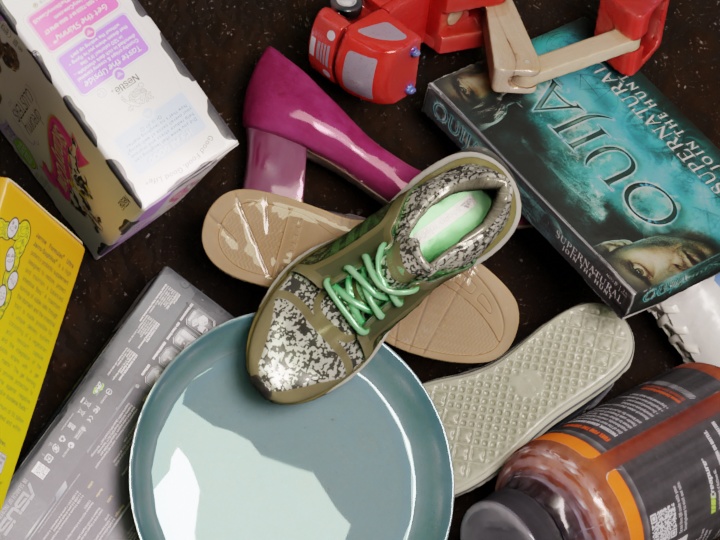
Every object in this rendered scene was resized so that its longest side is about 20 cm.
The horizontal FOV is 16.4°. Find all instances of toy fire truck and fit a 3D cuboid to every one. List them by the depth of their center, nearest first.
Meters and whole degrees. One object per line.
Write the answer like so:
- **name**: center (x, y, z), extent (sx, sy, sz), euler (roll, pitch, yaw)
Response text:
- **toy fire truck**: center (0.081, -0.148, 1.545), extent (0.141, 0.049, 0.200), euler (36, 51, 27)

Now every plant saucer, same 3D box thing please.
- **plant saucer**: center (-0.042, 0.124, 1.456), extent (0.199, 0.027, 0.202), euler (4, 78, -20)

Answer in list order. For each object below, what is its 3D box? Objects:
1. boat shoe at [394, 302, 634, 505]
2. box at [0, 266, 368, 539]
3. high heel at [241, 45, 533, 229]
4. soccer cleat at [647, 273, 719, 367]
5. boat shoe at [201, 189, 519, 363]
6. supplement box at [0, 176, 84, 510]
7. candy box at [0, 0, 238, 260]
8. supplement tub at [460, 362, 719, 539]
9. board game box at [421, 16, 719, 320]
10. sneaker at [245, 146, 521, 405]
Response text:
- **boat shoe**: center (0.080, 0.089, 1.534), extent (0.199, 0.062, 0.075), euler (-31, 74, -5)
- **box**: center (-0.113, 0.123, 1.474), extent (0.157, 0.051, 0.201), euler (37, 71, -7)
- **high heel**: center (0.025, -0.078, 1.542), extent (0.199, 0.067, 0.097), euler (8, 88, -12)
- **soccer cleat**: center (0.203, 0.016, 1.580), extent (0.086, 0.070, 0.201), euler (-6, 74, -29)
- **boat shoe**: center (0.000, 0.000, 1.510), extent (0.199, 0.065, 0.072), euler (17, 95, -4)
- **supplement box**: center (-0.249, 0.050, 1.395), extent (0.108, 0.110, 0.201), euler (10, 74, 21)
- **candy box**: center (-0.171, -0.117, 1.439), extent (0.071, 0.168, 0.200), euler (-36, 91, -19)
- **supplement tub**: center (0.153, 0.135, 1.499), extent (0.199, 0.107, 0.108), euler (-22, 87, -36)
- **board game box**: center (0.150, -0.066, 1.541), extent (0.135, 0.028, 0.200), euler (-25, 58, -31)
- **sneaker**: center (0.013, -0.001, 1.430), extent (0.200, 0.089, 0.077), euler (-42, 91, -7)
